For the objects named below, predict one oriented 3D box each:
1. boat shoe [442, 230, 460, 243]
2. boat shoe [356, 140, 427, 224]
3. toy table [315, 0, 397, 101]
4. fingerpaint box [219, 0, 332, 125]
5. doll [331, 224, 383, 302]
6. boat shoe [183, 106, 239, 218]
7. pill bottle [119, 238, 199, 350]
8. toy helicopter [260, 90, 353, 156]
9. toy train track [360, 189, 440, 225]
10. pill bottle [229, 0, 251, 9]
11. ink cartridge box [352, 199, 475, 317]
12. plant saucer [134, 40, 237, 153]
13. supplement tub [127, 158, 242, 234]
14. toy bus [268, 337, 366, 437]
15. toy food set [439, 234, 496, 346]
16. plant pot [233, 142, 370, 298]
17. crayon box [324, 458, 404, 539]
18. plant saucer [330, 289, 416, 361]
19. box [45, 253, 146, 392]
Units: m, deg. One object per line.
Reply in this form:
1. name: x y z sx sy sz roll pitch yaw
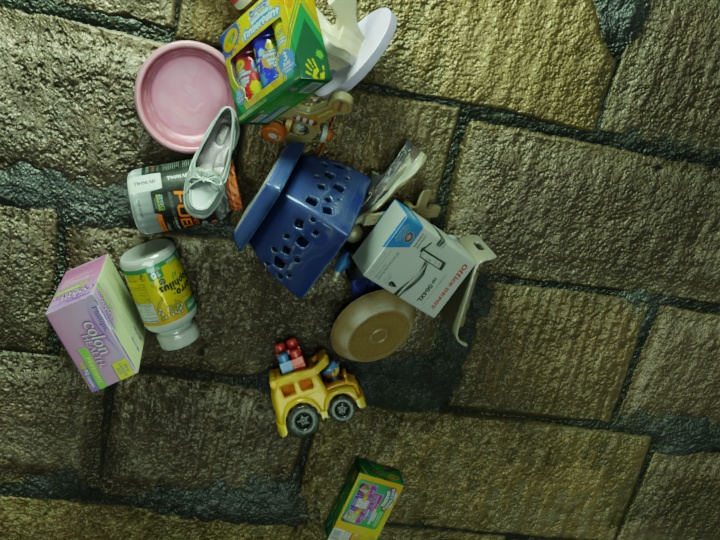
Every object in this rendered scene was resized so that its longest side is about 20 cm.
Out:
1. boat shoe: 0.111 -0.027 1.642 0.197 0.057 0.070 -21 122 -9
2. boat shoe: 0.045 -0.176 1.579 0.200 0.072 0.065 -43 97 14
3. toy table: -0.043 -0.415 1.420 0.116 0.184 0.201 31 103 -36
4. fingerpaint box: -0.151 -0.368 1.365 0.073 0.198 0.170 -7 82 -42
5. doll: 0.000 0.000 1.644 0.134 0.048 0.203 -18 112 -17
6. boat shoe: -0.265 -0.193 1.410 0.073 0.065 0.205 20 74 -3
7. pill bottle: -0.389 0.050 1.561 0.111 0.113 0.203 -16 113 -3
8. toy helicopter: -0.082 -0.279 1.467 0.198 0.080 0.131 -14 144 43
9. toy train track: 0.078 -0.117 1.588 0.197 0.033 0.116 -10 132 -38
10. pill bottle: -0.241 -0.559 1.350 0.111 0.112 0.200 -43 112 8
11. ink cartridge box: 0.107 -0.020 1.560 0.198 0.085 0.147 30 104 -29
12. plant saucer: -0.316 -0.321 1.463 0.196 0.051 0.204 -4 112 -10
13. supplement tub: -0.328 -0.145 1.490 0.196 0.123 0.125 -12 113 -5
14. toy bus: -0.104 0.233 1.688 0.196 0.136 0.195 -17 98 -6
15. toy food set: 0.225 0.040 1.652 0.059 0.144 0.203 9 109 -14
16. plant pot: -0.116 -0.106 1.483 0.178 0.201 0.200 31 129 -11
17. crayon box: 0.007 0.553 1.859 0.117 0.058 0.203 20 106 -17
18. plant saucer: 0.034 0.128 1.669 0.197 0.036 0.203 -15 134 -16
19. box: -0.497 0.096 1.512 0.095 0.200 0.178 -22 114 -1
